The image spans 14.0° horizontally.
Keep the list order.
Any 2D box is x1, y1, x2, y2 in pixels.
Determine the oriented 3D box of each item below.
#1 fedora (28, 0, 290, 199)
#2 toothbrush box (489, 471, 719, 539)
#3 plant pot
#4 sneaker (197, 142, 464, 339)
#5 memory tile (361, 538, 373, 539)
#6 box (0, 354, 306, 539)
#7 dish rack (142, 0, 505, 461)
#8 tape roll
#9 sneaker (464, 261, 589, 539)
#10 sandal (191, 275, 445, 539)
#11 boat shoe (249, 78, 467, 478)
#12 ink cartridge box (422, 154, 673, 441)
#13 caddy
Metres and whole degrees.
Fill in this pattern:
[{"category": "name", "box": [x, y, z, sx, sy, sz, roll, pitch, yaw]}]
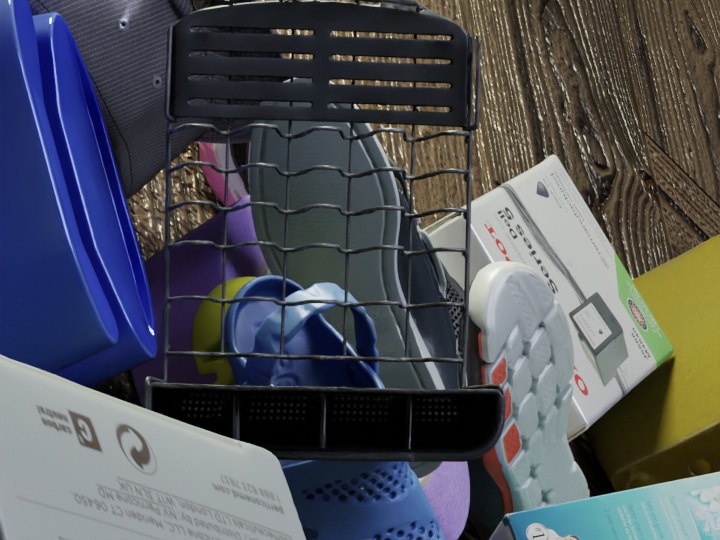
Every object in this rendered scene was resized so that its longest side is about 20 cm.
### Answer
[{"category": "fedora", "box": [-0.131, -0.101, 1.384, 0.090, 0.176, 0.200, -57, 141, -32]}, {"category": "toothbrush box", "box": [0.154, 0.171, 1.481, 0.199, 0.147, 0.086, -10, 63, -22]}, {"category": "plant pot", "box": [0.252, 0.101, 1.847, 0.195, 0.195, 0.200, 53, 33, -13]}, {"category": "sneaker", "box": [0.000, -0.017, 1.568, 0.200, 0.086, 0.080, 44, 59, -18]}, {"category": "memory tile", "box": [0.080, 0.191, 1.258, 0.200, 0.017, 0.154, 27, 24, -46]}, {"category": "box", "box": [-0.120, 0.162, 1.015, 0.199, 0.171, 0.201, 25, 39, -53]}, {"category": "dish rack", "box": [-0.016, -0.020, 1.255, 0.055, 0.152, 0.201, 165, -74, -83]}, {"category": "tape roll", "box": [-0.029, 0.064, 1.460, 0.200, 0.065, 0.201, 44, 27, -29]}, {"category": "sneaker", "box": [0.065, 0.079, 1.559, 0.077, 0.082, 0.201, -42, 136, -39]}, {"category": "sandal", "box": [-0.009, 0.086, 1.313, 0.079, 0.087, 0.201, -23, 82, -31]}, {"category": "boat shoe", "box": [0.000, 0.000, 1.406, 0.060, 0.075, 0.201, -46, 125, -68]}, {"category": "ink cartridge box", "box": [0.093, 0.027, 1.730, 0.146, 0.084, 0.200, 59, 23, 0]}, {"category": "caddy", "box": [-0.164, -0.026, 1.247, 0.141, 0.104, 0.201, 33, 40, -77]}]
